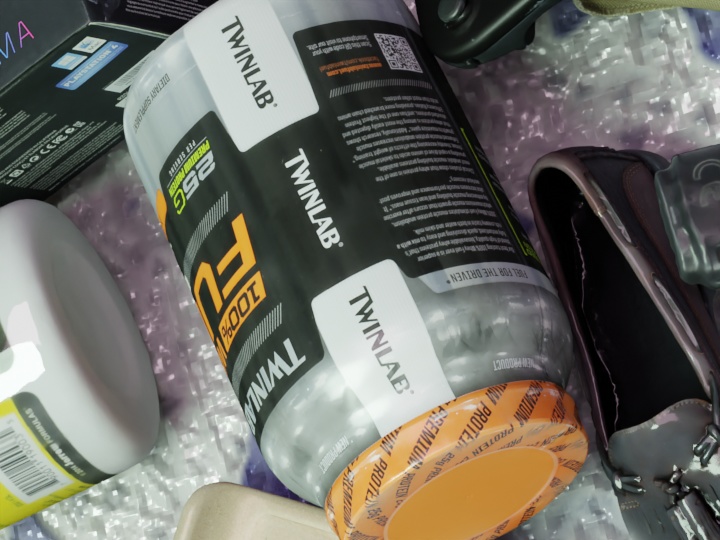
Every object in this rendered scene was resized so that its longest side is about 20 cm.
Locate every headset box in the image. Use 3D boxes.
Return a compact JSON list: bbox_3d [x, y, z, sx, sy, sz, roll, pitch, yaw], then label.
[{"bbox_3d":[-0.168,-0.131,1.134,0.174,0.093,0.201,-33,67,29],"label":"headset box"}]

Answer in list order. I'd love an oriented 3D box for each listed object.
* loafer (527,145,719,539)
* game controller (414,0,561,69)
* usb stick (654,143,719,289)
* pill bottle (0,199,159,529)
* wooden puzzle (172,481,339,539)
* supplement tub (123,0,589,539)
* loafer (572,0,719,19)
[{"bbox_3d":[0.106,0.046,1.030,0.072,0.063,0.201,-31,65,32],"label":"loafer"},{"bbox_3d":[0.052,-0.170,1.078,0.104,0.042,0.201,-47,38,38],"label":"game controller"},{"bbox_3d":[0.206,-0.039,1.018,0.199,0.033,0.056,-14,67,1],"label":"usb stick"},{"bbox_3d":[-0.188,0.062,1.108,0.199,0.112,0.113,-25,70,11],"label":"pill bottle"},{"bbox_3d":[0.007,0.192,1.049,0.199,0.046,0.186,15,83,17],"label":"wooden puzzle"},{"bbox_3d":[0.000,0.000,1.043,0.122,0.123,0.201,-31,62,9],"label":"supplement tub"},{"bbox_3d":[0.165,-0.121,1.051,0.199,0.076,0.068,-10,68,17],"label":"loafer"}]
